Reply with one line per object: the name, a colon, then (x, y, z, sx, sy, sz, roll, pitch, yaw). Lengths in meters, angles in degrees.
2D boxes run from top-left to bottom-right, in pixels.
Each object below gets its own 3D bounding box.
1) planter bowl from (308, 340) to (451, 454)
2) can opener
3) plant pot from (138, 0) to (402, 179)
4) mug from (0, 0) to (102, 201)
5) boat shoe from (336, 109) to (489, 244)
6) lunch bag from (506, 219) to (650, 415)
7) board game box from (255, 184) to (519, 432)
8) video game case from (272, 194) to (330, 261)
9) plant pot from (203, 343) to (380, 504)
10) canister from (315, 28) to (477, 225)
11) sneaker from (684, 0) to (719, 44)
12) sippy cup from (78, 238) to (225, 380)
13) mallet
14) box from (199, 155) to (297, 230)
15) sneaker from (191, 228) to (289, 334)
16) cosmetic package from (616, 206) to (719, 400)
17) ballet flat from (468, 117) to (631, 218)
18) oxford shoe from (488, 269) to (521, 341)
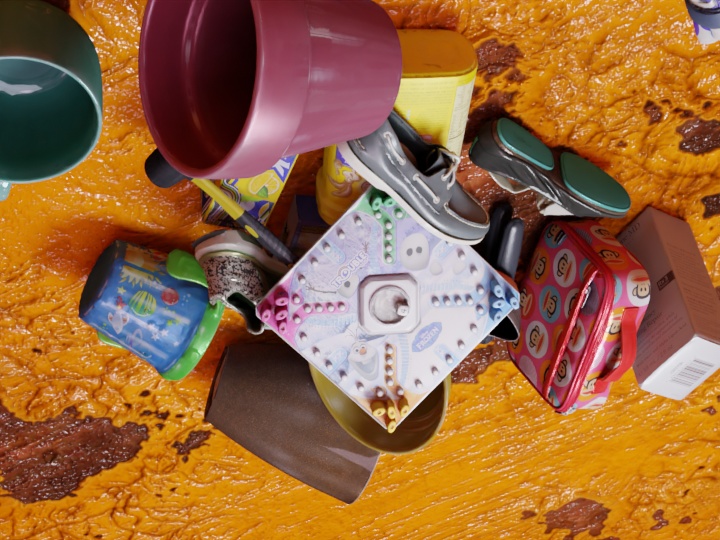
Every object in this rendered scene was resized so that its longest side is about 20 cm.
planter bowl: (0.040, 0.097, 1.523, 0.083, 0.200, 0.201, -26, 156, -46)
can opener: (0.153, 0.010, 1.585, 0.078, 0.063, 0.200, -15, 142, -31)
plant pot: (-0.071, -0.181, 1.196, 0.179, 0.200, 0.200, -4, 143, -39)
mug: (-0.326, -0.165, 1.251, 0.185, 0.115, 0.152, -29, 136, 21)
boat shoe: (0.066, -0.092, 1.324, 0.200, 0.073, 0.062, 34, 124, -31)
lunch bag: (0.252, 0.059, 1.554, 0.082, 0.176, 0.200, -1, 123, -27)
board game box: (0.030, 0.037, 1.386, 0.200, 0.026, 0.200, 42, 97, -16)
video game case: (0.000, 0.000, 1.546, 0.199, 0.046, 0.181, 5, 137, -18)
plant pot: (-0.080, 0.162, 1.643, 0.200, 0.187, 0.187, 19, 132, -9)
canister: (0.036, -0.141, 1.378, 0.148, 0.087, 0.200, -2, 137, -10)
sneaker: (0.315, -0.268, 1.299, 0.199, 0.081, 0.147, -11, 135, -8)
sippy cup: (-0.232, 0.034, 1.491, 0.130, 0.140, 0.178, 27, 108, -22)
mallet: (-0.120, -0.065, 1.356, 0.200, 0.041, 0.066, 37, 135, -12)
box: (-0.101, -0.131, 1.376, 0.070, 0.064, 0.200, 9, 134, -22)
sneaker: (-0.104, 0.034, 1.440, 0.077, 0.089, 0.200, -19, 146, 34)
cosmetic package: (0.346, 0.036, 1.554, 0.074, 0.200, 0.102, 18, 130, -29)
ballet flat: (0.200, -0.103, 1.479, 0.200, 0.068, 0.068, 28, 136, -23)
oxford shoe: (0.101, 0.023, 1.494, 0.200, 0.073, 0.071, 18, 132, -29)
